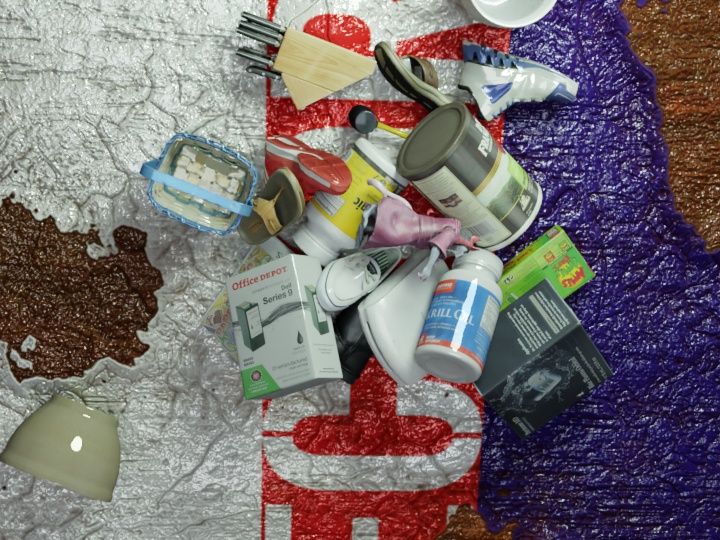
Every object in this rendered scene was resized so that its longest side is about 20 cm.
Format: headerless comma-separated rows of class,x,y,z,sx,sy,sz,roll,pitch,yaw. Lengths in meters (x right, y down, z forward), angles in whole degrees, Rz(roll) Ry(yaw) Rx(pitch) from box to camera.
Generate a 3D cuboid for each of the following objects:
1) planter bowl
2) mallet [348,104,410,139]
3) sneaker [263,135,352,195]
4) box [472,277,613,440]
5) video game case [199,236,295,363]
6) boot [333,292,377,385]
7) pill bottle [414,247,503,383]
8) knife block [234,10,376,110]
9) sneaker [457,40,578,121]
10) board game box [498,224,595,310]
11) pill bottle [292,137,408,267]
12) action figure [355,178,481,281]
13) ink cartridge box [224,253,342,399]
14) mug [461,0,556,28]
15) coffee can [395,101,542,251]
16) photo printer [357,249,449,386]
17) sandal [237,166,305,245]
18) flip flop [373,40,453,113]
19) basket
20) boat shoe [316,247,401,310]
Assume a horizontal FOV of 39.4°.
planter bowl,-0.486,0.291,1.690,0.199,0.200,0.136,24,75,-9
mallet,0.074,-0.219,1.644,0.198,0.066,0.042,21,104,-9
sneaker,-0.088,-0.134,1.612,0.078,0.200,0.117,-8,121,-35
box,0.291,0.153,1.685,0.199,0.118,0.197,-37,138,7
video game case,-0.154,0.065,1.675,0.182,0.023,0.201,41,101,24
boot,-0.030,0.086,1.713,0.197,0.073,0.163,35,101,-17
pill bottle,0.165,0.068,1.612,0.111,0.112,0.202,24,63,-10
knife block,-0.095,-0.356,1.598,0.198,0.064,0.177,-25,105,3
sneaker,0.244,-0.291,1.636,0.197,0.081,0.116,18,107,-1
board game box,0.291,0.025,1.730,0.199,0.048,0.102,-38,104,7
pill bottle,-0.020,-0.107,1.644,0.111,0.111,0.200,38,100,-12
action figure,0.094,-0.066,1.580,0.197,0.134,0.151,5,100,-6
ink cartridge box,-0.124,0.090,1.593,0.145,0.084,0.202,-20,75,28
mug,0.213,-0.473,1.531,0.146,0.175,0.202,-11,105,-1
coffee can,0.174,-0.147,1.604,0.146,0.147,0.200,-45,118,8
photo printer,0.089,0.080,1.664,0.200,0.069,0.167,-40,108,-38
sandal,-0.151,-0.090,1.604,0.081,0.054,0.200,53,139,0
flip flop,0.103,-0.306,1.622,0.199,0.081,0.058,34,84,-15
basket,-0.252,-0.136,1.573,0.175,0.200,0.140,23,102,-10
boat shoe,0.000,0.000,1.628,0.066,0.200,0.074,-22,102,35
